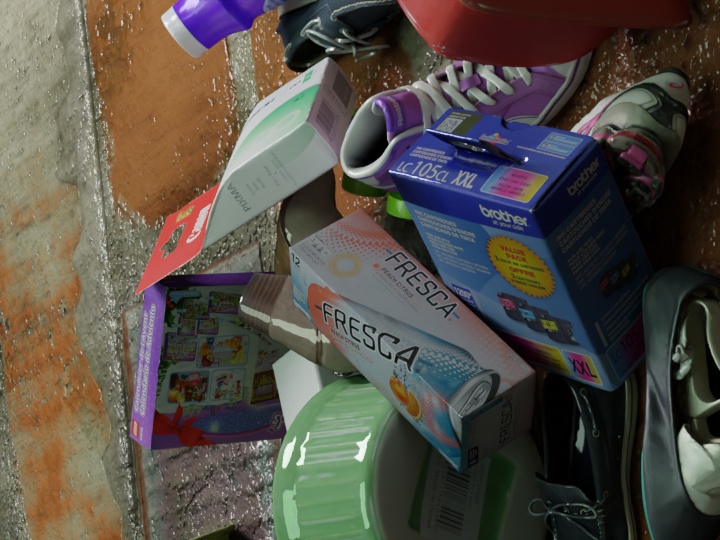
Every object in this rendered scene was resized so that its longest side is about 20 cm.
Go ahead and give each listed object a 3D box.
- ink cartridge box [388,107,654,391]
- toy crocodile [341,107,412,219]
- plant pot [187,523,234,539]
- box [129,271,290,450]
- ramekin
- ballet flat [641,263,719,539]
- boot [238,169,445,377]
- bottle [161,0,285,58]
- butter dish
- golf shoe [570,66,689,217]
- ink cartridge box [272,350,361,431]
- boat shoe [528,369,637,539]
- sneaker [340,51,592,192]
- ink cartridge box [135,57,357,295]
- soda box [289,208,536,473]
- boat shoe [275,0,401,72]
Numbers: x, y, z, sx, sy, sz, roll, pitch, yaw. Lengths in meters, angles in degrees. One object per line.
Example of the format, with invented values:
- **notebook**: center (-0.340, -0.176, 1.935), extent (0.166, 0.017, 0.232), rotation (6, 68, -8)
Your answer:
- **ink cartridge box**: center (0.109, -0.027, 1.280), extent (0.136, 0.076, 0.200), rotation (17, 144, 45)
- **toy crocodile**: center (0.035, -0.085, 1.531), extent (0.200, 0.062, 0.068), rotation (33, 118, 57)
- **plant pot**: center (-0.181, 0.357, 1.783), extent (0.200, 0.200, 0.191), rotation (-26, 82, 55)
- **box**: center (-0.089, 0.071, 1.589), extent (0.039, 0.199, 0.137), rotation (25, 111, 53)
- **ramekin**: center (0.044, 0.168, 1.399), extent (0.098, 0.200, 0.201), rotation (-16, 78, 49)
- **ballet flat**: center (0.217, 0.095, 1.239), extent (0.073, 0.073, 0.201), rotation (-9, 81, 57)
- **boot**: center (0.000, 0.000, 1.471), extent (0.070, 0.146, 0.200), rotation (89, -162, -48)
- **bottle**: center (-0.075, -0.255, 1.585), extent (0.200, 0.084, 0.065), rotation (-40, 82, 9)
- **butter dish**: center (0.089, -0.203, 1.305), extent (0.148, 0.199, 0.200), rotation (-56, 47, 43)
- **golf shoe**: center (0.169, -0.070, 1.321), extent (0.092, 0.073, 0.200), rotation (-57, 7, -25)
- **ink cartridge box**: center (0.005, 0.114, 1.524), extent (0.068, 0.115, 0.201), rotation (-39, 58, 52)
- **boat shoe**: center (0.153, 0.156, 1.345), extent (0.075, 0.062, 0.201), rotation (11, 101, 55)
- **sneaker**: center (0.071, -0.121, 1.377), extent (0.200, 0.114, 0.073), rotation (-41, 67, 25)
- **ink cartridge box**: center (-0.099, -0.078, 1.527), extent (0.200, 0.050, 0.161), rotation (-30, 18, 17)
- **soda box**: center (0.033, 0.045, 1.341), extent (0.200, 0.068, 0.064), rotation (43, 151, 34)
- **boat shoe**: center (-0.014, -0.203, 1.580), extent (0.200, 0.075, 0.062), rotation (-7, 84, 58)
